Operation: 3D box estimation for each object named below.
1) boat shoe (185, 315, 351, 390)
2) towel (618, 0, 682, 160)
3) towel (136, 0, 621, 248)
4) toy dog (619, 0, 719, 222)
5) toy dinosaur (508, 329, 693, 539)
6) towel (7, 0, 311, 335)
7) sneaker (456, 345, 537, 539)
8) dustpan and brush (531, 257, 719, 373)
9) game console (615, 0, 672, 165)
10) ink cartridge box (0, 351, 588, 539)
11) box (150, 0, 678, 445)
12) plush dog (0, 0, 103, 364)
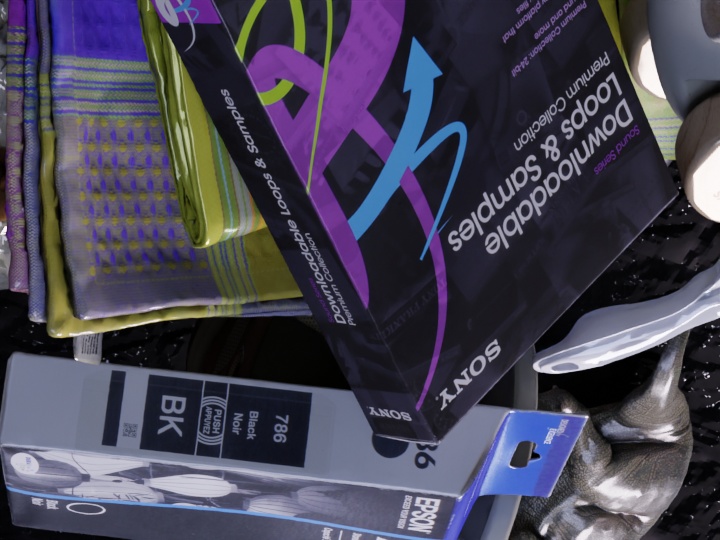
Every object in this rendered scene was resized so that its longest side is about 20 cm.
[{"bbox_3d":[0.000,0.000,1.021,0.075,0.074,0.201,16,122,-19],"label":"boat shoe"},{"bbox_3d":[0.188,-0.108,1.015,0.199,0.023,0.144,-9,125,-7],"label":"towel"},{"bbox_3d":[0.013,-0.074,0.936,0.199,0.018,0.087,-20,109,-38],"label":"towel"},{"bbox_3d":[0.141,-0.105,0.910,0.096,0.133,0.200,-12,157,-5],"label":"toy dog"},{"bbox_3d":[0.089,0.088,1.136,0.102,0.077,0.201,11,112,-35],"label":"toy dinosaur"},{"bbox_3d":[-0.057,-0.080,0.918,0.143,0.023,0.201,1,90,-50],"label":"towel"},{"bbox_3d":[-0.006,0.098,1.057,0.106,0.075,0.201,21,81,-11],"label":"sneaker"},{"bbox_3d":[0.157,-0.007,1.042,0.199,0.058,0.140,-13,154,6],"label":"dustpan and brush"},{"bbox_3d":[0.027,-0.051,1.048,0.176,0.031,0.200,28,118,-21],"label":"game console"},{"bbox_3d":[-0.025,0.071,0.980,0.199,0.039,0.100,5,158,-1],"label":"ink cartridge box"},{"bbox_3d":[0.020,-0.064,0.909,0.143,0.036,0.201,-44,124,-29],"label":"box"},{"bbox_3d":[-0.152,-0.050,0.969,0.171,0.160,0.201,1,123,39],"label":"plush dog"}]
